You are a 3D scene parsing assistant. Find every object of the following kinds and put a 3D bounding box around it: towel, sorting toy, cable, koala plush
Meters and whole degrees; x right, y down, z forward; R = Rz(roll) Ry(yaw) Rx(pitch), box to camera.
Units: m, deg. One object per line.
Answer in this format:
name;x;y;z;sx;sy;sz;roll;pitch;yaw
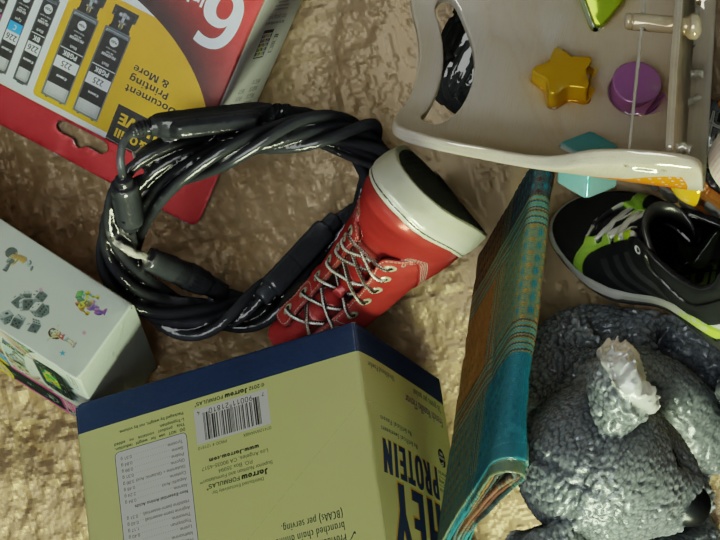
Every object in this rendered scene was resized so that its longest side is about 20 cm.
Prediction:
towel;0.082;0.051;1.508;0.022;0.147;0.201;13;64;-8
sorting toy;0.111;-0.121;1.468;0.179;0.107;0.201;3;60;9
cable;-0.062;-0.030;1.582;0.199;0.051;0.164;-8;124;-18
koala plush;0.144;0.109;1.507;0.183;0.200;0.178;29;105;11

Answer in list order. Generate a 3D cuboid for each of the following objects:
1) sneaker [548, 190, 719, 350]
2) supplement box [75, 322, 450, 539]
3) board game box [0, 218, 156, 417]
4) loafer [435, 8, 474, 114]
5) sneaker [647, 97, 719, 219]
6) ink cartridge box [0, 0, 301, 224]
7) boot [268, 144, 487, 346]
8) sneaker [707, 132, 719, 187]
sneaker;0.181;-0.019;1.500;0.072;0.083;0.200;-46;41;-16
supplement box;-0.049;0.167;1.567;0.199;0.134;0.201;-17;66;20
board game box;-0.233;0.013;1.629;0.199;0.148;0.064;32;75;11
loafer;0.111;-0.180;1.552;0.070;0.068;0.201;24;100;-19
sneaker;0.215;-0.072;1.533;0.200;0.078;0.077;37;87;8
ink cartridge box;-0.164;-0.141;1.624;0.199;0.084;0.176;27;105;11
boot;0.000;0.000;1.520;0.144;0.200;0.073;-39;81;3
sneaker;0.277;-0.065;1.468;0.105;0.200;0.076;-51;50;31
